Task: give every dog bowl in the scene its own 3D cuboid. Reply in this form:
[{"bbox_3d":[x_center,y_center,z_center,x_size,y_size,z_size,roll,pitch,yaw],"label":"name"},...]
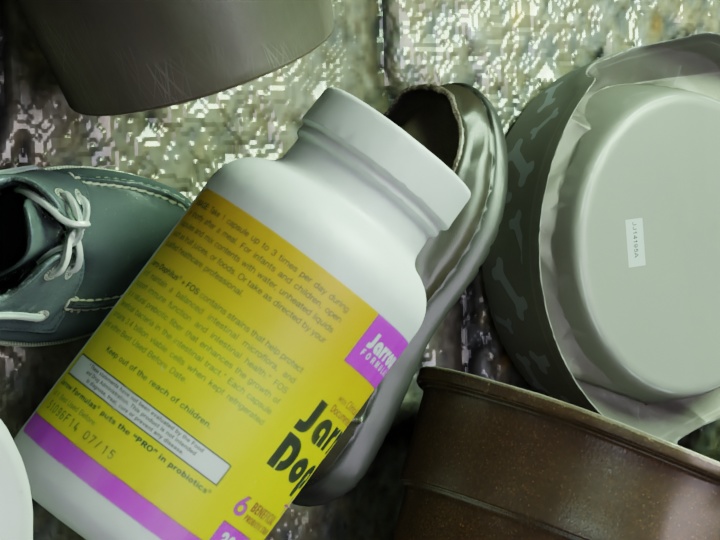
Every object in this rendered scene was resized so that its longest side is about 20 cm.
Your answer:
[{"bbox_3d":[0.139,-0.012,1.311,0.200,0.059,0.200,1,89,-39],"label":"dog bowl"}]

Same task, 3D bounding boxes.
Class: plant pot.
[{"bbox_3d":[0.082,0.169,1.194,0.200,0.200,0.199,26,83,-36],"label":"plant pot"}]

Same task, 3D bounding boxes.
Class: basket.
[{"bbox_3d":[-0.089,-0.173,1.085,0.180,0.136,0.200,-29,111,-31],"label":"basket"}]

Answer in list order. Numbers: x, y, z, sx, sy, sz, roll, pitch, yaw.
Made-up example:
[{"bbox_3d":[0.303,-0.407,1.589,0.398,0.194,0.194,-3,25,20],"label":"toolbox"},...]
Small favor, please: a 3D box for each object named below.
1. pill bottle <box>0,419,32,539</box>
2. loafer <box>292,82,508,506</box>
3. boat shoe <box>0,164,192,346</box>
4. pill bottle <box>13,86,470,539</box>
[{"bbox_3d":[-0.208,0.083,0.942,0.114,0.200,0.114,0,90,-38],"label":"pill bottle"},{"bbox_3d":[0.000,0.000,1.188,0.071,0.073,0.200,35,69,-35],"label":"loafer"},{"bbox_3d":[-0.135,-0.005,1.088,0.200,0.062,0.073,-4,91,-39],"label":"boat shoe"},{"bbox_3d":[-0.044,0.028,1.102,0.104,0.104,0.200,39,85,-32],"label":"pill bottle"}]
